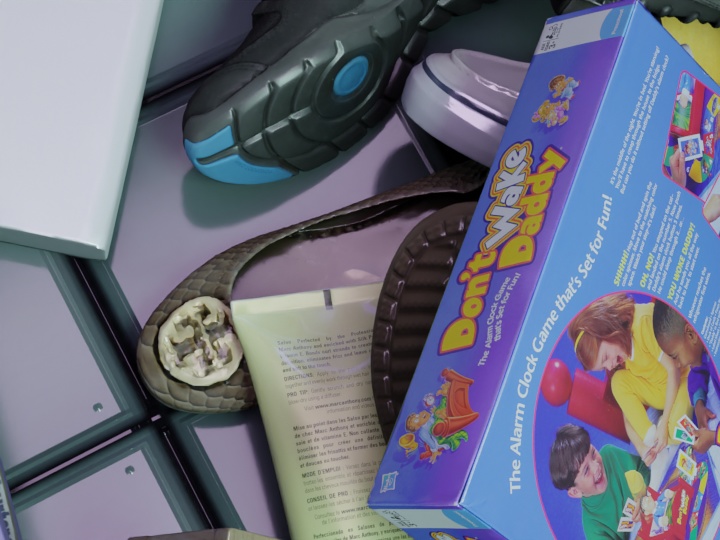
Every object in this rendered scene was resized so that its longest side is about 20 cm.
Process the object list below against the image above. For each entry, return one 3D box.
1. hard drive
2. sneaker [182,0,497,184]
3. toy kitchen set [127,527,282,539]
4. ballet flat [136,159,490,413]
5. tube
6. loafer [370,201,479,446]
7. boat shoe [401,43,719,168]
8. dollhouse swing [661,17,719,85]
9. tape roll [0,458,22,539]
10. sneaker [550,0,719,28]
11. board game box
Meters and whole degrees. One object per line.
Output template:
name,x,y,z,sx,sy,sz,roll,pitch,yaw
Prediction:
hard drive,-0.152,-0.113,0.836,0.131,0.027,0.201,11,73,-3
sneaker,-0.008,-0.115,0.837,0.082,0.073,0.200,40,68,23
toy kitchen set,-0.034,0.216,0.728,0.180,0.163,0.201,18,72,-29
ballet flat,0.000,0.000,0.809,0.199,0.046,0.068,-22,78,-11
tube,0.003,0.105,0.769,0.058,0.052,0.201,0,76,-52
loafer,0.056,0.073,0.752,0.076,0.067,0.202,-5,94,29
boat shoe,0.117,-0.066,0.811,0.199,0.074,0.067,15,116,-18
dollhouse swing,0.176,-0.186,0.885,0.198,0.177,0.182,-8,34,-7
tape roll,-0.178,0.052,0.698,0.084,0.200,0.201,-15,76,-10
sneaker,0.122,-0.126,0.784,0.200,0.067,0.091,36,102,-15
board game box,0.093,0.025,0.700,0.134,0.045,0.201,39,61,-33
